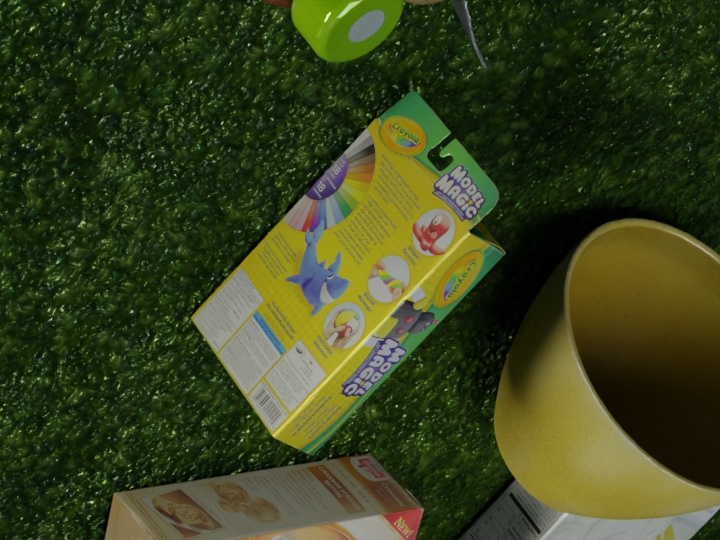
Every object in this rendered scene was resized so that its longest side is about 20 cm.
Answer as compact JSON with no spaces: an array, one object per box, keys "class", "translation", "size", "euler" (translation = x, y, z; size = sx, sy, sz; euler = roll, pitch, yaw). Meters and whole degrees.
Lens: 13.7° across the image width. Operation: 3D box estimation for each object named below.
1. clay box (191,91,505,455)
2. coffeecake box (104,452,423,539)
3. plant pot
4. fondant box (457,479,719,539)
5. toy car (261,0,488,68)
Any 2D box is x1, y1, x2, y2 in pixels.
[{"class":"clay box","translation":[0.000,0.000,1.796],"size":[0.200,0.115,0.048],"euler":[-46,142,11]},{"class":"coffeecake box","translation":[-0.073,0.214,1.972],"size":[0.200,0.073,0.154],"euler":[-7,124,-33]},{"class":"plant pot","translation":[0.170,0.085,1.978],"size":[0.200,0.200,0.142],"euler":[3,151,-39]},{"class":"fondant box","translation":[0.158,0.191,2.153],"size":[0.200,0.058,0.144],"euler":[-46,141,13]},{"class":"toy car","translation":[0.009,-0.180,1.604],"size":[0.158,0.164,0.200],"euler":[-38,154,0]}]
